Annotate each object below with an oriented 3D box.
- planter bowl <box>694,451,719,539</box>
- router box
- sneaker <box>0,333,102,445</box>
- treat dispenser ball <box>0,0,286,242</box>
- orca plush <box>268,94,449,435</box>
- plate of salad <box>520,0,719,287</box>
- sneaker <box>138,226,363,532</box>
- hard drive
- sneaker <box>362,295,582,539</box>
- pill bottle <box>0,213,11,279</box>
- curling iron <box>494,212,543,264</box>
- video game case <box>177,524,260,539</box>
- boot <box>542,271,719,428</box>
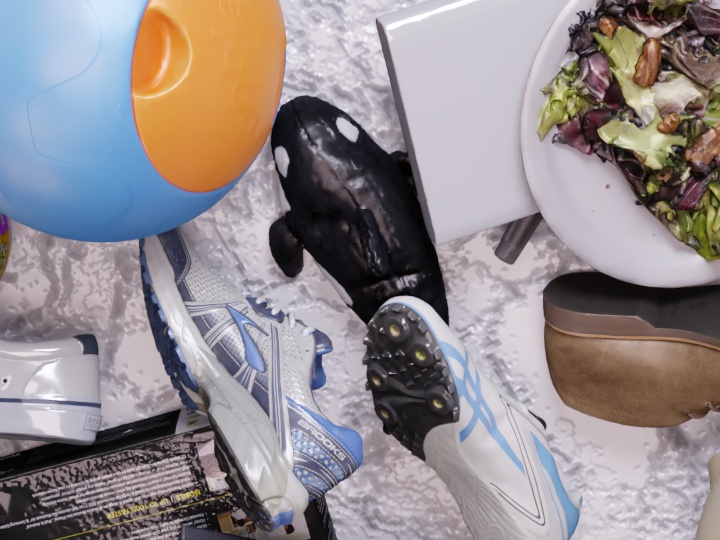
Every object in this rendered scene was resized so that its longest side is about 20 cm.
[{"bbox_3d":[0.271,0.153,1.372,0.199,0.200,0.136,-16,76,6],"label":"planter bowl"},{"bbox_3d":[-0.117,0.164,1.448,0.198,0.051,0.150,-14,104,5],"label":"router box"},{"bbox_3d":[-0.246,0.059,1.428,0.198,0.073,0.071,5,80,1],"label":"sneaker"},{"bbox_3d":[-0.138,-0.116,1.302,0.199,0.201,0.203,1,104,2],"label":"treat dispenser ball"},{"bbox_3d":[0.000,0.000,1.392,0.104,0.071,0.202,-9,104,5],"label":"orca plush"},{"bbox_3d":[0.184,-0.083,1.336,0.198,0.048,0.202,-5,111,-13],"label":"plate of salad"},{"bbox_3d":[-0.062,0.051,1.385,0.085,0.077,0.201,-23,65,-14],"label":"sneaker"},{"bbox_3d":[0.118,-0.106,1.350,0.198,0.026,0.133,-18,112,-8],"label":"hard drive"},{"bbox_3d":[0.065,0.087,1.398,0.071,0.073,0.201,-1,131,43],"label":"sneaker"},{"bbox_3d":[-0.249,-0.010,1.333,0.103,0.200,0.105,0,105,2],"label":"pill bottle"},{"bbox_3d":[0.121,-0.097,1.385,0.049,0.026,0.201,20,103,-10],"label":"curling iron"},{"bbox_3d":[-0.034,0.244,1.437,0.198,0.026,0.182,13,120,-13],"label":"video game case"},{"bbox_3d":[0.202,0.052,1.396,0.198,0.074,0.076,7,117,17],"label":"boot"}]
